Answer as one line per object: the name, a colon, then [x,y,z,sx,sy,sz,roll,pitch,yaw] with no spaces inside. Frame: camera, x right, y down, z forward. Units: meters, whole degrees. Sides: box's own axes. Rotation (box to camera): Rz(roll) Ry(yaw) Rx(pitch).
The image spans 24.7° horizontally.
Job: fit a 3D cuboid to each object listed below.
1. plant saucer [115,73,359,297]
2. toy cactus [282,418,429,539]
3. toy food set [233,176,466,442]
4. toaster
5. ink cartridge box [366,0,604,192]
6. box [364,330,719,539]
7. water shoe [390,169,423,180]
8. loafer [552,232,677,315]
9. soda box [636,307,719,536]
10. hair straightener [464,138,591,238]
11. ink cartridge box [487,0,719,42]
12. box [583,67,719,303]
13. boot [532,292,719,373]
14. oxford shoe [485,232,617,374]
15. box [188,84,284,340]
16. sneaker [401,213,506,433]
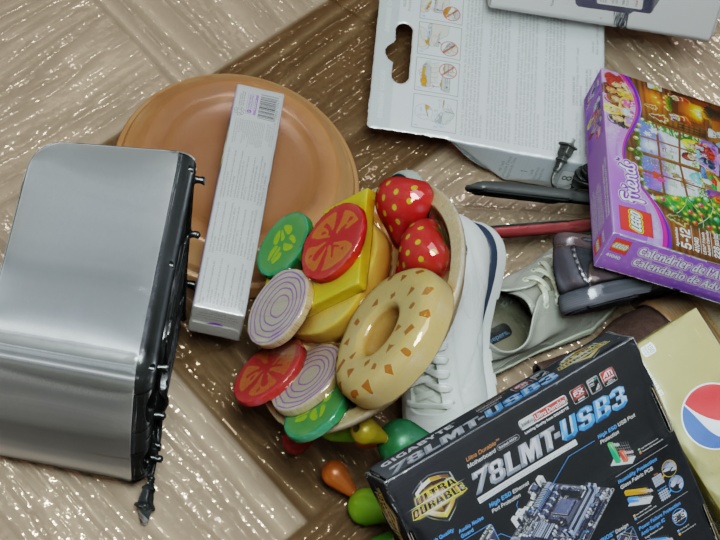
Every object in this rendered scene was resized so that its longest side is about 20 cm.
plant saucer: [-0.095,-0.075,1.282,0.198,0.038,0.202,6,60,-10]
toy cactus: [0.054,0.154,1.130,0.165,0.102,0.201,-39,82,10]
toy food set: [-0.009,0.024,1.125,0.049,0.197,0.201,34,45,-35]
toaster: [-0.179,0.038,1.116,0.117,0.181,0.202,9,59,-3]
ink cartridge box: [0.105,-0.155,1.377,0.198,0.050,0.164,8,59,-4]
box: [0.131,0.174,1.090,0.199,0.050,0.200,-29,100,-15]
water shoe: [0.000,0.000,1.237,0.078,0.072,0.202,20,58,-13]
loafer: [0.226,-0.012,1.279,0.199,0.072,0.064,-11,81,-39]
soda box: [0.253,0.131,1.135,0.064,0.068,0.201,-31,81,-8]
hair straightener: [0.178,-0.067,1.305,0.198,0.041,0.078,-3,89,-9]
ink cartridge box: [0.205,-0.276,1.414,0.198,0.085,0.145,8,33,-9]
box: [0.245,-0.065,1.273,0.136,0.039,0.201,16,43,-10]
boot: [0.243,0.120,1.246,0.165,0.073,0.201,-25,67,-17]
oxford shoe: [0.143,0.022,1.274,0.199,0.058,0.075,-28,66,-29]
box: [-0.091,-0.046,1.222,0.041,0.039,0.202,11,59,-6]
sneaker: [0.055,0.058,1.183,0.076,0.080,0.202,-1,83,26]
